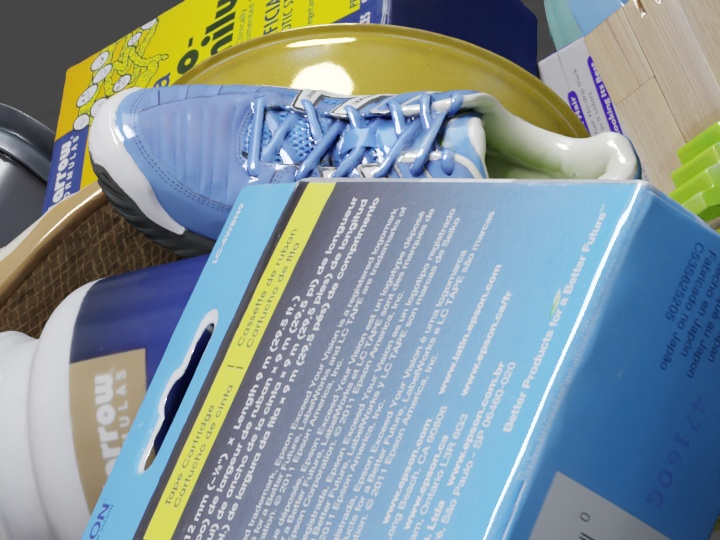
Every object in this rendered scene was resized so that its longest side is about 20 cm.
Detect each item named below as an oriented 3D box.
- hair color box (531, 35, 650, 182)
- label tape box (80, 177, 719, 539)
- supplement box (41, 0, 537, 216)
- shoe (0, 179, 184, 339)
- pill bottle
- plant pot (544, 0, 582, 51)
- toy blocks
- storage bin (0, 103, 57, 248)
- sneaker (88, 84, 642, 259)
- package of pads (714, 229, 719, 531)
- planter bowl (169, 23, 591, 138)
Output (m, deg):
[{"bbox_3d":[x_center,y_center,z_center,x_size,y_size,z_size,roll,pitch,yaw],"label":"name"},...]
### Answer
[{"bbox_3d":[0.142,-0.060,0.908,0.065,0.110,0.200,-19,-2,-26],"label":"hair color box"},{"bbox_3d":[0.008,0.052,0.570,0.200,0.066,0.144,2,65,60],"label":"label tape box"},{"bbox_3d":[-0.032,-0.063,0.947,0.200,0.109,0.109,-26,43,32],"label":"supplement box"},{"bbox_3d":[-0.114,0.013,0.789,0.200,0.070,0.053,-36,23,-6],"label":"shoe"},{"bbox_3d":[-0.038,0.051,0.701,0.199,0.116,0.116,-13,11,15],"label":"pill bottle"},{"bbox_3d":[0.203,-0.122,1.080,0.188,0.201,0.200,-26,8,16],"label":"plant pot"},{"bbox_3d":[0.146,-0.099,0.717,0.200,0.137,0.100,-20,-10,-30],"label":"toy blocks"},{"bbox_3d":[-0.201,0.015,1.067,0.200,0.145,0.135,2,57,55],"label":"storage bin"},{"bbox_3d":[0.005,-0.038,0.743,0.199,0.076,0.077,9,-36,-20],"label":"sneaker"},{"bbox_3d":[0.152,0.021,0.715,0.154,0.068,0.200,-11,12,19],"label":"package of pads"},{"bbox_3d":[0.000,0.000,0.865,0.200,0.201,0.084,-11,47,18],"label":"planter bowl"}]
